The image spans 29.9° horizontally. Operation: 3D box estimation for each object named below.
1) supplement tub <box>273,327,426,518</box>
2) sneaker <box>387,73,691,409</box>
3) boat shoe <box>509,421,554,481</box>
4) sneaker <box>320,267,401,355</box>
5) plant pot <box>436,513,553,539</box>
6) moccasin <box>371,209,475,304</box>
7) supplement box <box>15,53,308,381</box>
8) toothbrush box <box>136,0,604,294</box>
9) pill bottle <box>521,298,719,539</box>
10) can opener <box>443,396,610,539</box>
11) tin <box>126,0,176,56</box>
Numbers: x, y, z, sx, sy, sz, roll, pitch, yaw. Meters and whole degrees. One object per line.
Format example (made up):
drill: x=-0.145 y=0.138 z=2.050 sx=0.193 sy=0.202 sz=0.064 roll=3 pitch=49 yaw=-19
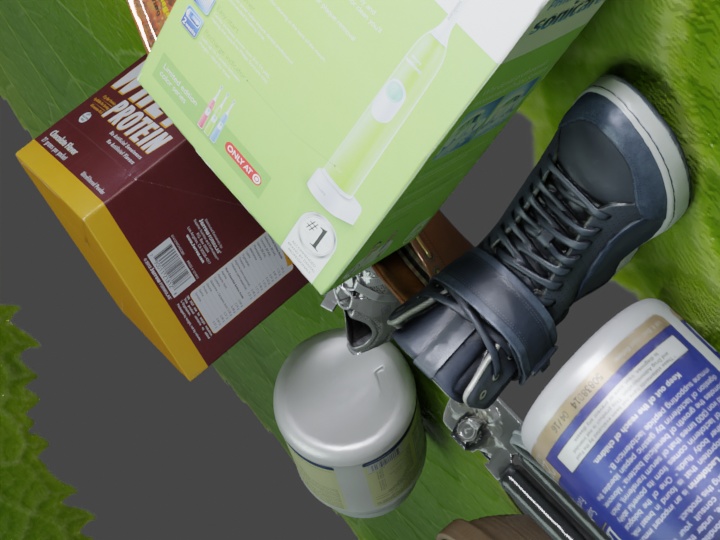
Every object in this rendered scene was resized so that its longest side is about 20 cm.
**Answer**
supplement tub: x=-0.006 y=0.164 z=1.394 sx=0.145 sy=0.145 sz=0.201 roll=43 pitch=164 yaw=26
sneaker: x=0.087 y=-0.005 z=0.693 sx=0.077 sy=0.146 sz=0.203 roll=47 pitch=164 yaw=17
boat shoe: x=0.189 y=0.177 z=0.982 sx=0.203 sy=0.065 sz=0.074 roll=53 pitch=166 yaw=-9
sneaker: x=0.000 y=0.000 z=1.094 sx=0.075 sy=0.082 sz=0.201 roll=38 pitch=161 yaw=41
plant pot: x=0.170 y=0.300 z=1.289 sx=0.201 sy=0.092 sz=0.201 roll=46 pitch=165 yaw=16
moccasin: x=0.011 y=-0.028 z=0.971 sx=0.202 sy=0.077 sz=0.074 roll=49 pitch=142 yaw=9
supplement box: x=-0.135 y=-0.063 z=1.118 sx=0.132 sy=0.199 sz=0.198 roll=36 pitch=160 yaw=45
toothbrush box: x=0.004 y=-0.113 z=0.612 sx=0.146 sy=0.086 sz=0.201 roll=47 pitch=133 yaw=11
pill bottle: x=0.192 y=0.122 z=0.733 sx=0.200 sy=0.115 sz=0.116 roll=46 pitch=165 yaw=20
can opener: x=0.151 y=0.171 z=1.152 sx=0.200 sy=0.054 sz=0.067 roll=45 pitch=-163 yaw=22
tin: x=-0.102 y=-0.200 z=0.838 sx=0.111 sy=0.042 sz=0.202 roll=-26 pitch=83 yaw=40
